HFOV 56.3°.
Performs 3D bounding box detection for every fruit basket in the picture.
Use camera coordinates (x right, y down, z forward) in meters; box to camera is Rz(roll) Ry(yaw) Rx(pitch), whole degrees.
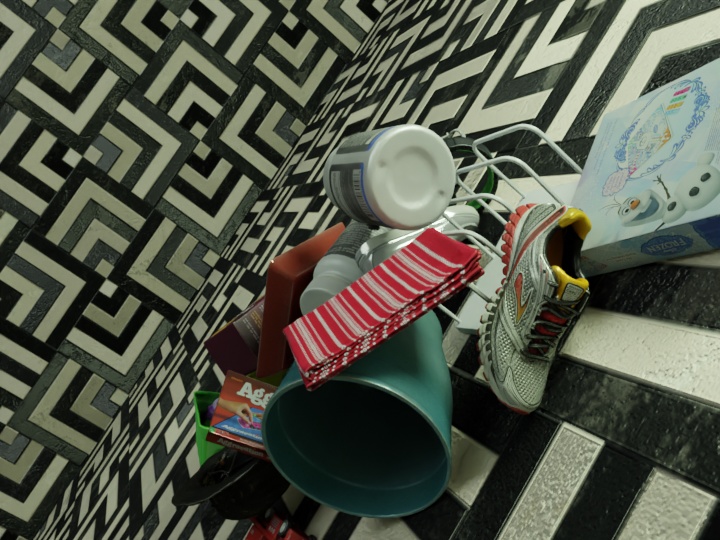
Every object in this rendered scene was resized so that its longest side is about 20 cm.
[{"bbox_3d":[-0.204,0.233,1.153,0.215,0.151,0.222,-169,90,-72],"label":"fruit basket"}]

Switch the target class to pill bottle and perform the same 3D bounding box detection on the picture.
[{"bbox_3d":[0.000,0.000,0.982,0.112,0.113,0.201,-32,16,47],"label":"pill bottle"},{"bbox_3d":[0.025,-0.113,0.822,0.115,0.113,0.199,-55,21,-5],"label":"pill bottle"}]

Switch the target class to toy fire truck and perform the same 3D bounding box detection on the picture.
[{"bbox_3d":[-0.135,0.381,0.876,0.143,0.048,0.199,-61,20,-15],"label":"toy fire truck"}]

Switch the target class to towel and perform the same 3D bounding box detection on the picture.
[{"bbox_3d":[0.016,0.028,0.657,0.197,0.023,0.145,-34,20,-4],"label":"towel"}]

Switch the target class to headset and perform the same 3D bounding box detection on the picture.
[{"bbox_3d":[0.099,-0.109,0.948,0.194,0.125,0.095,-13,38,7],"label":"headset"}]

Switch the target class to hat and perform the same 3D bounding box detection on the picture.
[{"bbox_3d":[-0.146,0.275,0.894,0.198,0.082,0.201,-31,4,2],"label":"hat"}]

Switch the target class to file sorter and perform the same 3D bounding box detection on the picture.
[{"bbox_3d":[0.155,-0.045,0.768,0.203,0.124,0.138,-59,20,-14],"label":"file sorter"}]

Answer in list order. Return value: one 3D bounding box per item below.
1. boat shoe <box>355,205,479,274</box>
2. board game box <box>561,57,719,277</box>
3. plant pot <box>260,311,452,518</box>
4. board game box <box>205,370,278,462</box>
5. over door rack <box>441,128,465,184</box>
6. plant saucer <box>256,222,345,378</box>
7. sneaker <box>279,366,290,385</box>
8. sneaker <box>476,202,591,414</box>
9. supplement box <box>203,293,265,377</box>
[{"bbox_3d":[0.090,-0.030,0.915,0.196,0.069,0.073,-18,-28,-29],"label":"boat shoe"},{"bbox_3d":[0.292,-0.100,0.644,0.198,0.043,0.203,-19,40,61],"label":"board game box"},{"bbox_3d":[0.014,0.124,0.736,0.199,0.199,0.190,-40,17,35],"label":"plant pot"},{"bbox_3d":[-0.086,0.197,0.837,0.104,0.195,0.020,-84,18,-56],"label":"board game box"},{"bbox_3d":[0.088,-0.127,1.087,0.147,0.067,0.201,-29,-19,-48],"label":"over door rack"},{"bbox_3d":[-0.079,0.049,1.041,0.199,0.036,0.205,-33,-40,-53],"label":"plant saucer"},{"bbox_3d":[-0.091,0.203,1.045,0.081,0.076,0.201,-53,11,15],"label":"sneaker"},{"bbox_3d":[0.166,0.031,0.631,0.081,0.076,0.206,-2,75,59],"label":"sneaker"},{"bbox_3d":[-0.151,0.087,1.130,0.109,0.087,0.200,-30,8,44],"label":"supplement box"}]
